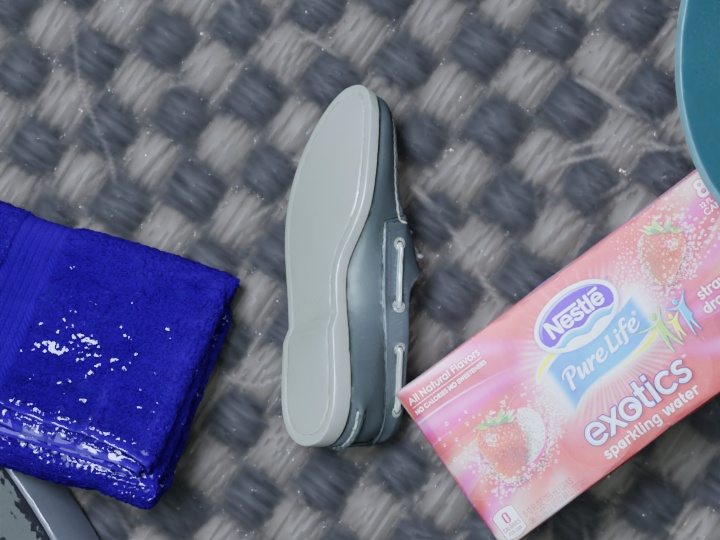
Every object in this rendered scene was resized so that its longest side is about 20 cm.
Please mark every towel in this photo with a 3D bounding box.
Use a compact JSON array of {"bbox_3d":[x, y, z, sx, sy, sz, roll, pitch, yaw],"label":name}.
[{"bbox_3d":[-0.181,0.036,1.036,0.199,0.050,0.148,17,68,5],"label":"towel"}]

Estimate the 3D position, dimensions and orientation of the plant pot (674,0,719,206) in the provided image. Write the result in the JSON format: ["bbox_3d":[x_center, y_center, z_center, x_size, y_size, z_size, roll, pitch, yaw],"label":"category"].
[{"bbox_3d":[0.289,-0.108,0.921,0.187,0.200,0.201,1,86,-30],"label":"plant pot"}]

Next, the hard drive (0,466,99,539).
[{"bbox_3d":[-0.220,0.167,1.060,0.135,0.042,0.201,-34,83,4],"label":"hard drive"}]

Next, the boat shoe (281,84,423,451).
[{"bbox_3d":[0.000,0.000,1.042,0.062,0.073,0.201,12,79,-35],"label":"boat shoe"}]

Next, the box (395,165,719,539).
[{"bbox_3d":[0.129,0.046,0.994,0.200,0.095,0.103,-36,82,4],"label":"box"}]
